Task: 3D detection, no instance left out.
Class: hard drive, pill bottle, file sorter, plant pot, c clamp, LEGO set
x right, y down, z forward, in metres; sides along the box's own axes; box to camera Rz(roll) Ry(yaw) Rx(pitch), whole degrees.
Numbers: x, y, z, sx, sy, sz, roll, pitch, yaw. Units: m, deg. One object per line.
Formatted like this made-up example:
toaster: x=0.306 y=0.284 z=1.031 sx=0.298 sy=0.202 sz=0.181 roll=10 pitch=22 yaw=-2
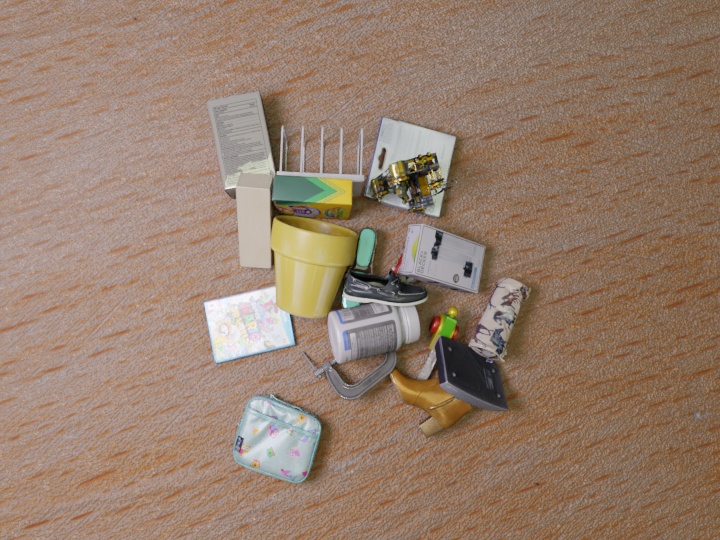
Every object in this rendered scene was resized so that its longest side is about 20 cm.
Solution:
hard drive: x=0.251 y=0.242 z=1.206 sx=0.196 sy=0.042 sz=0.138 roll=27 pitch=40 yaw=-27
pill bottle: x=0.030 y=0.132 z=1.188 sx=0.192 sy=0.114 sz=0.119 roll=-10 pitch=88 yaw=-14
file sorter: x=-0.090 y=-0.254 z=1.220 sx=0.191 sy=0.139 sz=0.130 roll=1 pitch=84 yaw=-4
plant pot: x=-0.116 y=-0.007 z=1.185 sx=0.193 sy=0.201 sz=0.196 roll=12 pitch=102 yaw=-3
c clamp: x=-0.019 y=0.206 z=1.227 sx=0.195 sy=0.027 sz=0.173 roll=-28 pitch=58 yaw=-13
LEGO set: x=0.111 y=-0.174 z=1.174 sx=0.149 sy=0.199 sz=0.120 roll=-17 pitch=90 yaw=-24

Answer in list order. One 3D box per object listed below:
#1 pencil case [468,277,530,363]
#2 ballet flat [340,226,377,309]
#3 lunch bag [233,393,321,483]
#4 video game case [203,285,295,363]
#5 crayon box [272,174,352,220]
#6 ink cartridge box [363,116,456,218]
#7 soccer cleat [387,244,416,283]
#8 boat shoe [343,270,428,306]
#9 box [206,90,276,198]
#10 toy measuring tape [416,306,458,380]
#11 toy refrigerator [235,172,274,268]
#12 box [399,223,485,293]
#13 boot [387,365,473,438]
pencil case: x=0.332 y=0.113 z=1.240 sx=0.087 sy=0.078 sz=0.204 roll=27 pitch=72 yaw=9
ballet flat: x=0.000 y=0.000 z=1.247 sx=0.068 sy=0.065 sz=0.207 roll=17 pitch=88 yaw=-1
lunch bag: x=-0.191 y=0.378 z=1.206 sx=0.193 sy=0.077 sz=0.166 roll=20 pitch=86 yaw=-3
video game case: x=-0.261 y=0.125 z=1.245 sx=0.192 sy=0.018 sz=0.149 roll=-12 pitch=87 yaw=-5
crayon box: x=-0.104 y=-0.159 z=1.181 sx=0.165 sy=0.200 sz=0.061 roll=4 pitch=86 yaw=-3
ink cartridge box: x=0.119 y=-0.249 z=1.282 sx=0.192 sy=0.041 sz=0.208 roll=14 pitch=86 yaw=-3
soccer cleat: x=0.111 y=0.008 z=1.256 sx=0.084 sy=0.069 sz=0.204 roll=32 pitch=82 yaw=-3
boat shoe: x=0.058 y=0.032 z=1.177 sx=0.191 sy=0.075 sz=0.069 roll=5 pitch=112 yaw=4
box: x=-0.267 y=-0.287 z=1.221 sx=0.123 sy=0.109 sz=0.208 roll=-11 pitch=87 yaw=-4
toy measuring tape: x=0.184 y=0.174 z=1.264 sx=0.071 sy=0.074 sz=0.206 roll=23 pitch=107 yaw=-2
toy refrigerator: x=-0.233 y=-0.111 z=1.183 sx=0.073 sy=0.071 sz=0.206 roll=3 pitch=126 yaw=-3
box: x=0.193 y=-0.025 z=1.227 sx=0.194 sy=0.060 sz=0.121 roll=17 pitch=83 yaw=-28
boot: x=0.162 y=0.272 z=1.233 sx=0.142 sy=0.071 sz=0.205 roll=-34 pitch=87 yaw=1
